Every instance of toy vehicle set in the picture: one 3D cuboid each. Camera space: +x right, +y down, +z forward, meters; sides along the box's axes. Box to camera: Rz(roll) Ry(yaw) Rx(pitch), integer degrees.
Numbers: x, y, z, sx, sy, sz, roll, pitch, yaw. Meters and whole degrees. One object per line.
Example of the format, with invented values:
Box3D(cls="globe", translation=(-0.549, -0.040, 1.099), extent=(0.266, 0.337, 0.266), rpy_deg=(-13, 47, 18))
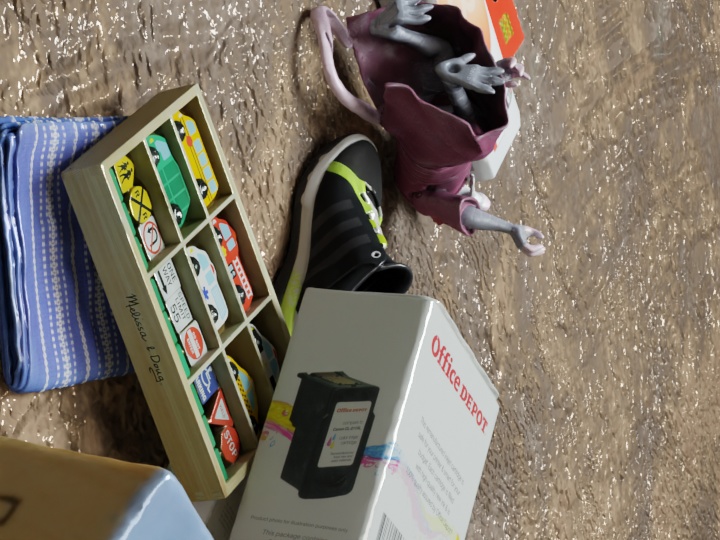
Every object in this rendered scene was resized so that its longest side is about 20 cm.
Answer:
Box3D(cls="toy vehicle set", translation=(-0.093, 0.011, 1.470), extent=(0.124, 0.026, 0.200), rpy_deg=(-49, 124, -57))

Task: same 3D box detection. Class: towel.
Box3D(cls="towel", translation=(-0.139, -0.013, 1.452), extent=(0.200, 0.024, 0.145), rpy_deg=(-9, 95, -64))

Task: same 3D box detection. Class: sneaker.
Box3D(cls="sneaker", translation=(0.000, 0.000, 1.667), extent=(0.072, 0.083, 0.200), rpy_deg=(57, 38, -45))

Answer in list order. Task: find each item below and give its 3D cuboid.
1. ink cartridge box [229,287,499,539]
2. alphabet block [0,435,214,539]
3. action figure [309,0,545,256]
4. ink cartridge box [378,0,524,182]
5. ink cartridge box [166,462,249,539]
Box3D(cls="ink cartridge box", translation=(0.001, 0.130, 1.515), extent=(0.146, 0.083, 0.200), rpy_deg=(57, 44, -55))
Box3D(cls="alphabet block", translation=(-0.166, 0.197, 1.127), extent=(0.197, 0.200, 0.195), rpy_deg=(-56, 138, -32))
Box3D(cls="action figure", translation=(0.046, -0.081, 1.765), extent=(0.200, 0.149, 0.134), rpy_deg=(91, -7, -59))
Box3D(cls="ink cartridge box", translation=(0.085, -0.181, 1.907), extent=(0.200, 0.050, 0.162), rpy_deg=(-57, 136, -46))
Box3D(cls="ink cartridge box", translation=(-0.088, 0.224, 1.500), extent=(0.161, 0.050, 0.200), rpy_deg=(65, 35, -36))
